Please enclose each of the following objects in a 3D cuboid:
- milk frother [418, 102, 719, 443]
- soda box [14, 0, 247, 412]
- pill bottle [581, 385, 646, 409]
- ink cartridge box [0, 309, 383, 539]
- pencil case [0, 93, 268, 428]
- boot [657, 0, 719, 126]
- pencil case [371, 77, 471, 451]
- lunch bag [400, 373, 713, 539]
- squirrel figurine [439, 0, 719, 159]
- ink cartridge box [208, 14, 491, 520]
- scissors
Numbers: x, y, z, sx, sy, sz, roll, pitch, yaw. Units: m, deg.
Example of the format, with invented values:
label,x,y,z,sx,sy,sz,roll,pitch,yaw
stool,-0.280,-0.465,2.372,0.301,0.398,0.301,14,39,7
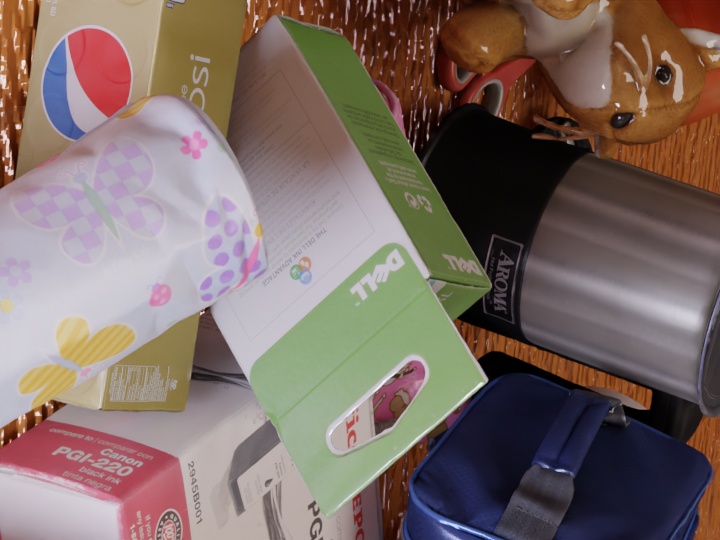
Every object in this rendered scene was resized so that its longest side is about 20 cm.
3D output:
label,x,y,z,sx,sy,sz,roll,pitch,yaw
milk frother,0.146,-0.014,1.306,0.200,0.187,0.181,-52,152,-34
soda box,-0.104,-0.042,1.017,0.064,0.067,0.202,7,92,-58
pill bottle,0.102,0.164,1.364,0.200,0.111,0.112,-44,134,-44
ink cartridge box,-0.075,0.116,1.095,0.200,0.084,0.147,-37,129,-50
pencil case,-0.134,0.007,0.911,0.199,0.091,0.083,-29,149,-22
boot,0.203,-0.162,1.400,0.201,0.106,0.075,-87,153,-45
pencil case,0.000,0.000,1.186,0.082,0.087,0.201,-19,124,-7
lunch bag,0.096,0.138,1.189,0.200,0.135,0.133,-45,156,-60
squirrel figurine,0.103,-0.153,1.207,0.186,0.142,0.200,42,22,-8
ink cartridge box,-0.012,-0.002,1.040,0.104,0.201,0.059,-41,155,23
scissors,0.101,-0.139,1.368,0.200,0.014,0.074,-41,130,-43
